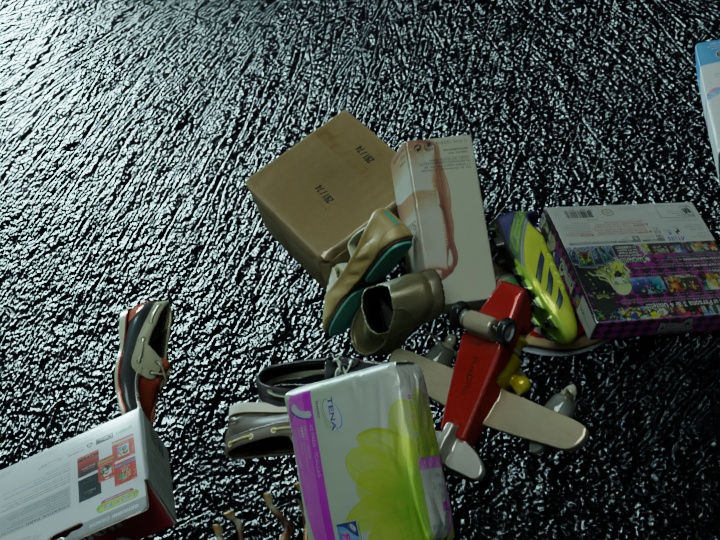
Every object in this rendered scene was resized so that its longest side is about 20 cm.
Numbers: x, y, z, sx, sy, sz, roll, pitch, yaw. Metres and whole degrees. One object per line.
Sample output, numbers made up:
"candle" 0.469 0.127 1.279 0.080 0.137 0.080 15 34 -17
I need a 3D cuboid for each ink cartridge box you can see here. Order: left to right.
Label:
"ink cartridge box" -0.321 0.277 1.251 0.199 0.084 0.176 -24 34 0
"ink cartridge box" 0.509 -0.202 1.367 0.144 0.085 0.201 -7 50 14

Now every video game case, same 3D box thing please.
"video game case" 0.327 -0.004 1.258 0.199 0.036 0.182 -3 48 -15

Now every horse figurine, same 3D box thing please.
"horse figurine" -0.093 0.305 1.147 0.050 0.133 0.200 -15 1 37

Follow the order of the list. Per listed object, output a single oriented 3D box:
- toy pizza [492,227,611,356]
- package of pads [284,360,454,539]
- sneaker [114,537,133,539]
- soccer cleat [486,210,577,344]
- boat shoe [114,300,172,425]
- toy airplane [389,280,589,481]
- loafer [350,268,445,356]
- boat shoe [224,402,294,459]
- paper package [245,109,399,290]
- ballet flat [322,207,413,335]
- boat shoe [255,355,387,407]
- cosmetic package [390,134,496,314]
"toy pizza" 0.242 0.015 1.323 0.199 0.032 0.201 -10 51 12
"package of pads" 0.010 0.207 1.159 0.154 0.068 0.201 -18 76 27
"sneaker" -0.309 0.368 1.194 0.079 0.096 0.200 33 69 35
"soccer cleat" 0.217 0.000 1.282 0.083 0.065 0.201 -19 49 -6
"boat shoe" -0.274 0.120 1.398 0.062 0.071 0.200 -14 46 5
"toy airplane" 0.140 0.138 1.210 0.199 0.141 0.201 -34 66 28
"loafer" 0.028 0.048 1.275 0.067 0.200 0.076 0 67 -25
"boat shoe" -0.067 0.190 1.270 0.199 0.072 0.060 -3 58 21
"paper package" -0.021 -0.088 1.448 0.190 0.104 0.200 -37 50 -13
"ballet flat" 0.000 0.000 1.330 0.068 0.200 0.063 -13 60 -43
"boat shoe" -0.030 0.136 1.301 0.199 0.063 0.073 -6 49 13
"cosmetic package" 0.098 -0.051 1.312 0.087 0.103 0.201 -7 79 -11
